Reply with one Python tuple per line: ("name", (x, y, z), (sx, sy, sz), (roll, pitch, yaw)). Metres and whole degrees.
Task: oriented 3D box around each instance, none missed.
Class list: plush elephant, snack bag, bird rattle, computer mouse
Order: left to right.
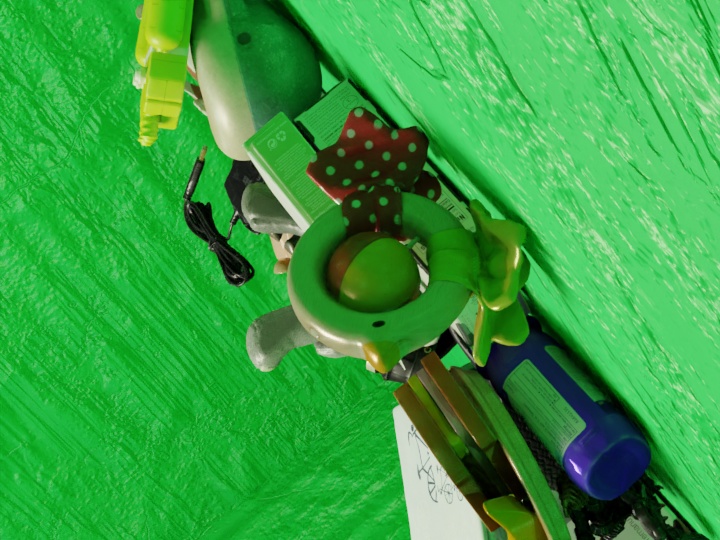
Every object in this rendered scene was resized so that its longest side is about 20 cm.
("computer mouse", (-0.113, -0.098, 1.657), (0.046, 0.202, 0.140), (-5, -143, -38))
("plush elephant", (0.000, 0.000, 1.488), (0.155, 0.197, 0.167), (41, -143, -71))
("bird rattle", (0.021, -0.016, 1.127), (0.200, 0.163, 0.113), (39, 155, 24))
("snack bag", (0.075, 0.202, 1.588), (0.200, 0.021, 0.191), (148, 115, -67))

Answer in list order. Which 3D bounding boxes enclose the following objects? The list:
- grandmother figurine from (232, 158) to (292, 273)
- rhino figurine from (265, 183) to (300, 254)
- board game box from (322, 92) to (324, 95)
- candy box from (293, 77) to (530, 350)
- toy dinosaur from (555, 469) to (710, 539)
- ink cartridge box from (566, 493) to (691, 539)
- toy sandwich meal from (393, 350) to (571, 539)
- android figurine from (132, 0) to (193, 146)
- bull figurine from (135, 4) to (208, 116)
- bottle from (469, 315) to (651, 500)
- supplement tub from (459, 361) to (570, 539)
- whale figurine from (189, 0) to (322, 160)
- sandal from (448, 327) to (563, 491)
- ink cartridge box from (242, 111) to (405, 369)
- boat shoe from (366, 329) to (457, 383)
("grandmother figurine", (-0.095, -0.098, 1.711), (0.120, 0.060, 0.202), (-1, 112, 48))
("rhino figurine", (-0.048, -0.057, 1.599), (0.060, 0.087, 0.200), (43, 174, 20))
("board game box", (-0.049, -0.154, 1.631), (0.200, 0.034, 0.135), (50, 178, 20))
("candy box", (0.041, -0.043, 1.313), (0.200, 0.061, 0.137), (51, 177, 34))
("toy dinosaur", (0.198, 0.196, 1.367), (0.199, 0.102, 0.137), (-10, -116, -48))
("ink cartridge box", (0.218, 0.300, 1.468), (0.148, 0.200, 0.086), (48, 177, 38))
("toy sandwich meal", (0.099, 0.164, 1.328), (0.207, 0.070, 0.205), (62, 176, 7))
("android figurine", (-0.163, -0.205, 1.392), (0.040, 0.203, 0.182), (8, -179, -10))
("bull figurine", (-0.147, -0.219, 1.542), (0.121, 0.065, 0.201), (7, -132, -59))
("bottle", (0.145, 0.092, 1.317), (0.200, 0.065, 0.083), (49, -175, 38))
("supplement tub", (0.155, 0.187, 1.604), (0.145, 0.145, 0.200), (52, 177, -31))
("whale figurine", (-0.091, -0.192, 1.406), (0.160, 0.102, 0.202), (79, 178, -55))
("sandal", (0.144, 0.102, 1.477), (0.201, 0.075, 0.045), (59, 175, 1))
("ink cartridge box", (-0.012, -0.021, 1.334), (0.201, 0.048, 0.146), (51, 177, 11))
("boat shoe", (0.068, 0.059, 1.626), (0.062, 0.074, 0.201), (24, -154, 11))
